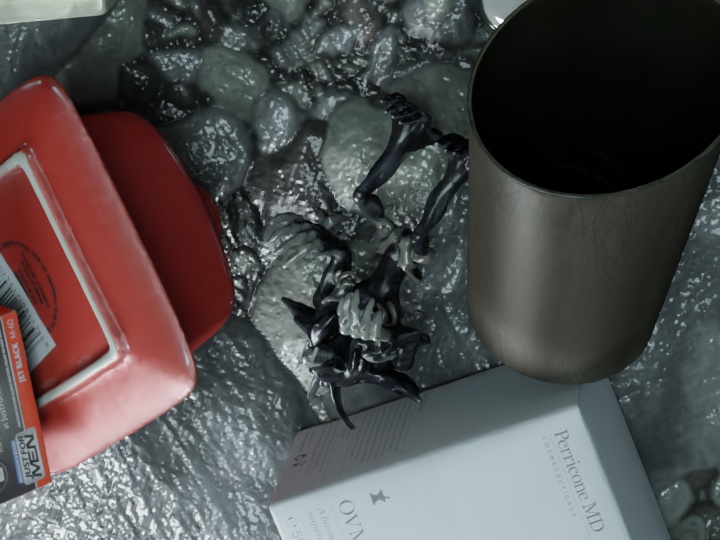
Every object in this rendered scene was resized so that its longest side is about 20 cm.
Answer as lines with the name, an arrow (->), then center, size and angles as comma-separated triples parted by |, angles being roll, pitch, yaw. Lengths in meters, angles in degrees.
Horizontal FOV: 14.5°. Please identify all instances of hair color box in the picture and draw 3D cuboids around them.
hair color box -> -0.268, 0.066, 1.679 | 0.064, 0.199, 0.112 | -21, 112, -32

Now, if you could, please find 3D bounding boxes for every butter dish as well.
butter dish -> -0.144, -0.011, 1.658 | 0.199, 0.147, 0.201 | -31, 85, 49

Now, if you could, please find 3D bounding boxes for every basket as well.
basket -> 0.125, -0.041, 1.575 | 0.136, 0.180, 0.201 | 33, 147, 19

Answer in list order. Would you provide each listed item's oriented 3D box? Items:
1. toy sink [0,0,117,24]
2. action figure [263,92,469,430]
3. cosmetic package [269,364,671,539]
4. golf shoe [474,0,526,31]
toy sink -> -0.187, -0.251, 1.584 | 0.111, 0.130, 0.202 | -4, 107, 10
action figure -> 0.000, 0.000, 1.653 | 0.119, 0.102, 0.201 | 36, 111, 34
cosmetic package -> 0.079, 0.176, 1.697 | 0.199, 0.123, 0.200 | -20, 105, 13
golf shoe -> 0.137, -0.198, 1.574 | 0.078, 0.095, 0.200 | 44, 111, -9
